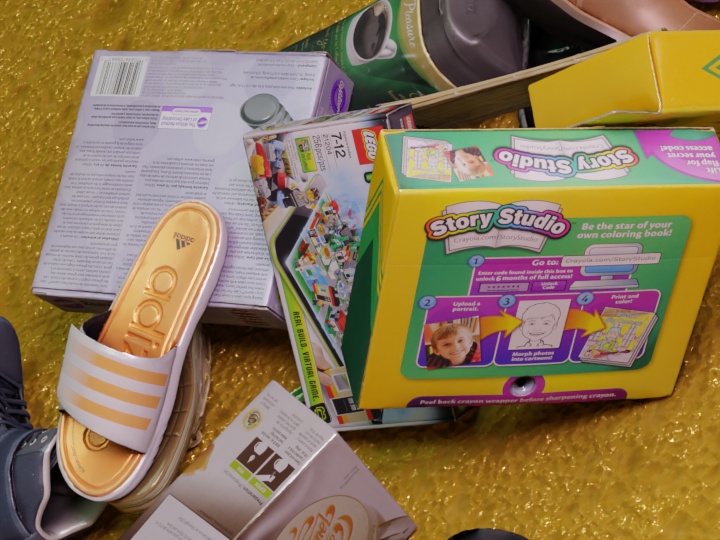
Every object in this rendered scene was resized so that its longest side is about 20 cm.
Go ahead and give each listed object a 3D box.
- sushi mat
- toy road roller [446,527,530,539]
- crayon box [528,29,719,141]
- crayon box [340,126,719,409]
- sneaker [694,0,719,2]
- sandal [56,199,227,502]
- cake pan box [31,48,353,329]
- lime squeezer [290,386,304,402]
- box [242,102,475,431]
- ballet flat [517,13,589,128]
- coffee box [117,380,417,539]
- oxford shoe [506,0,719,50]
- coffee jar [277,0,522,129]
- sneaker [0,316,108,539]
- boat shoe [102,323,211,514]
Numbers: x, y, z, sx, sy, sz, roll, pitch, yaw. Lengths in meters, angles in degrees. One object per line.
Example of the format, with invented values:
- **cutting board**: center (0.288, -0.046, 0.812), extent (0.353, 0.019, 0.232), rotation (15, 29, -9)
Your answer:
- **sushi mat**: center (0.118, -0.118, 1.510), extent (0.200, 0.096, 0.012), rotation (-14, 80, 28)
- **toy road roller**: center (0.082, 0.245, 1.322), extent (0.200, 0.146, 0.123), rotation (128, 156, -47)
- **crayon box**: center (0.193, -0.105, 1.448), extent (0.127, 0.200, 0.051), rotation (-19, 78, 57)
- **crayon box**: center (0.100, -0.001, 1.404), extent (0.199, 0.173, 0.058), rotation (-1, 42, -13)
- **sneaker**: center (0.193, -0.237, 1.682), extent (0.200, 0.088, 0.081), rotation (35, 81, 36)
- **sandal**: center (-0.153, 0.044, 1.553), extent (0.079, 0.059, 0.207), rotation (16, 81, 30)
- **cake pan box**: center (-0.117, -0.057, 1.637), extent (0.200, 0.052, 0.185), rotation (2, 69, 27)
- **lime squeezer**: center (0.019, 0.021, 1.589), extent (0.038, 0.071, 0.200), rotation (44, 114, 32)
- **box**: center (0.000, 0.000, 1.530), extent (0.110, 0.201, 0.035), rotation (-7, 12, 31)
- **ballet flat**: center (0.130, -0.126, 1.642), extent (0.066, 0.057, 0.200), rotation (-18, 45, 11)
- **coffee box**: center (-0.077, 0.183, 1.470), extent (0.200, 0.114, 0.080), rotation (-45, 42, -9)
- **oxford shoe**: center (0.151, -0.187, 1.601), extent (0.071, 0.200, 0.071), rotation (-60, 4, -6)
- **coffee jar**: center (0.021, -0.139, 1.679), extent (0.200, 0.085, 0.105), rotation (-27, 46, 33)
- **sneaker**: center (-0.229, 0.108, 1.660), extent (0.146, 0.077, 0.203), rotation (-20, 53, 35)
- **boat shoe**: center (-0.132, 0.089, 1.628), extent (0.074, 0.066, 0.200), rotation (-8, 45, 18)
